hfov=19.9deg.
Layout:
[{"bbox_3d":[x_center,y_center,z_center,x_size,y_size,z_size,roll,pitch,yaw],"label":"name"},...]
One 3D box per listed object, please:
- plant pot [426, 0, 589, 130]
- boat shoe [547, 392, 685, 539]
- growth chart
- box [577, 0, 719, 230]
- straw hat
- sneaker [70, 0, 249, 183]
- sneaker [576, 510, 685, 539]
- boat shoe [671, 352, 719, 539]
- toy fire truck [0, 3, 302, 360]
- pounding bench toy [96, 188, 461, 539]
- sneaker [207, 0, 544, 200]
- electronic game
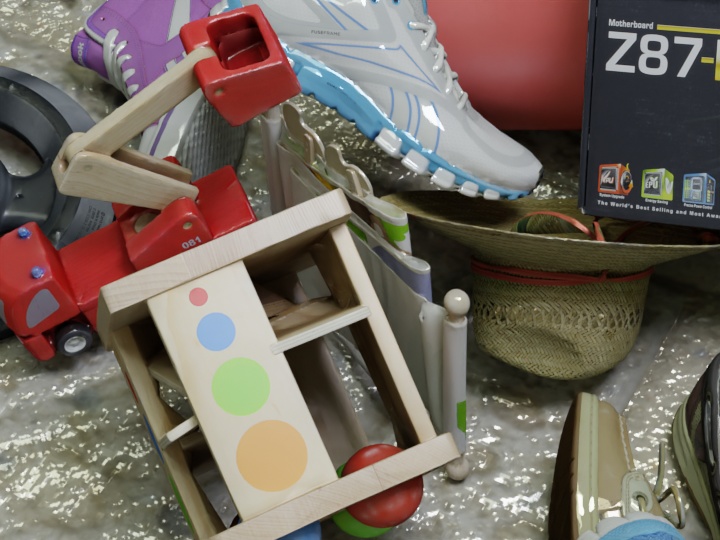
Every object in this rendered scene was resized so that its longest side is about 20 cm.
[{"bbox_3d":[0.085,-0.167,1.185,0.177,0.201,0.201,-8,49,9],"label":"plant pot"},{"bbox_3d":[0.128,0.153,0.986,0.063,0.073,0.200,0,61,-4],"label":"boat shoe"},{"bbox_3d":[0.000,0.000,1.073,0.018,0.145,0.200,-23,50,-23],"label":"growth chart"},{"bbox_3d":[0.213,-0.098,1.027,0.200,0.162,0.049,9,13,26],"label":"box"},{"bbox_3d":[0.105,0.012,1.081,0.201,0.085,0.201,5,9,-1],"label":"straw hat"},{"bbox_3d":[-0.126,-0.104,1.220,0.114,0.073,0.201,4,40,12],"label":"sneaker"},{"bbox_3d":[0.132,0.208,0.872,0.078,0.090,0.200,-13,95,-11],"label":"sneaker"},{"bbox_3d":[0.206,0.125,1.000,0.073,0.065,0.200,-16,52,-11],"label":"boat shoe"},{"bbox_3d":[-0.115,-0.042,1.071,0.200,0.141,0.049,-26,52,1],"label":"toy fire truck"},{"bbox_3d":[-0.046,0.073,1.035,0.124,0.200,0.156,-23,84,-12],"label":"pounding bench toy"},{"bbox_3d":[0.021,-0.113,1.096,0.200,0.087,0.075,33,15,-4],"label":"sneaker"},{"bbox_3d":[-0.240,-0.040,1.186,0.199,0.042,0.200,1,56,-1],"label":"electronic game"}]
